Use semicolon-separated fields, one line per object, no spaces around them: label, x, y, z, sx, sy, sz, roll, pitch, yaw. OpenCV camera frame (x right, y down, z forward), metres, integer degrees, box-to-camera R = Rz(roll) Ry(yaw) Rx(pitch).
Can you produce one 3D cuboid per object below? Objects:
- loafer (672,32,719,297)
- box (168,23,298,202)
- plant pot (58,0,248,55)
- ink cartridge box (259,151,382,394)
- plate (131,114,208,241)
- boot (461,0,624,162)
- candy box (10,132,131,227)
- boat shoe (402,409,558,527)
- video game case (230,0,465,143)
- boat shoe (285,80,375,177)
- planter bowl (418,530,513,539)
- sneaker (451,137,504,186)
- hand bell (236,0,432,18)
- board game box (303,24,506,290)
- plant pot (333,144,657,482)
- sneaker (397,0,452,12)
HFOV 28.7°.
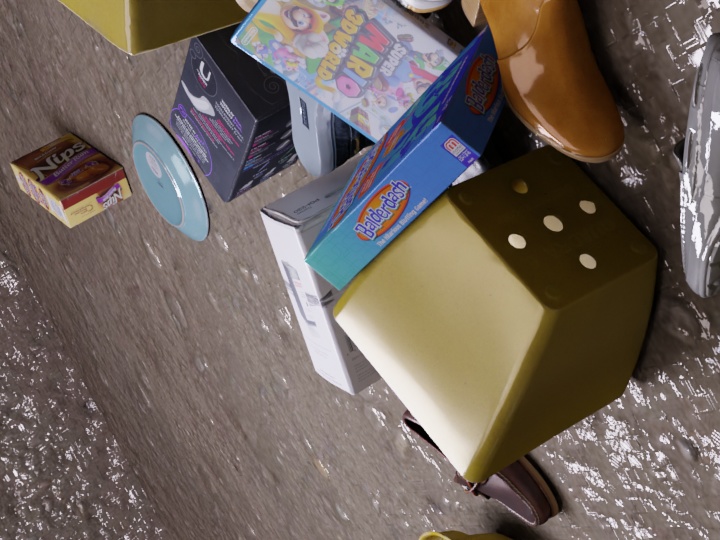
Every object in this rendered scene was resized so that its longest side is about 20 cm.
loafer;0.250;-0.070;0.965;0.070;0.069;0.201;46;146;40
box;-0.123;-0.183;1.528;0.123;0.106;0.200;54;155;9
plant pot;-0.198;-0.361;1.385;0.195;0.193;0.201;39;141;39
ink cartridge box;0.000;0.000;1.442;0.085;0.145;0.201;26;139;53
plate;-0.281;-0.127;2.014;0.200;0.025;0.201;46;154;31
boot;0.139;-0.189;1.035;0.202;0.070;0.144;56;160;21
candy box;-0.464;-0.147;2.246;0.200;0.116;0.057;30;143;49
boat shoe;0.127;0.209;1.526;0.200;0.070;0.071;43;150;32
video game case;0.002;-0.184;1.217;0.199;0.018;0.143;33;140;-14
boat shoe;-0.019;-0.182;1.338;0.071;0.090;0.201;48;156;30
planter bowl;0.158;0.367;1.624;0.200;0.083;0.201;45;152;32
sneaker;0.068;-0.072;1.293;0.076;0.090;0.200;61;155;1
hand bell;-0.016;-0.261;1.278;0.199;0.104;0.105;25;140;36
board game box;0.044;-0.092;1.155;0.045;0.153;0.200;37;132;-9
plant pot;0.128;0.016;1.168;0.200;0.199;0.177;49;142;23
sneaker;0.021;-0.310;1.151;0.200;0.076;0.088;47;149;6
